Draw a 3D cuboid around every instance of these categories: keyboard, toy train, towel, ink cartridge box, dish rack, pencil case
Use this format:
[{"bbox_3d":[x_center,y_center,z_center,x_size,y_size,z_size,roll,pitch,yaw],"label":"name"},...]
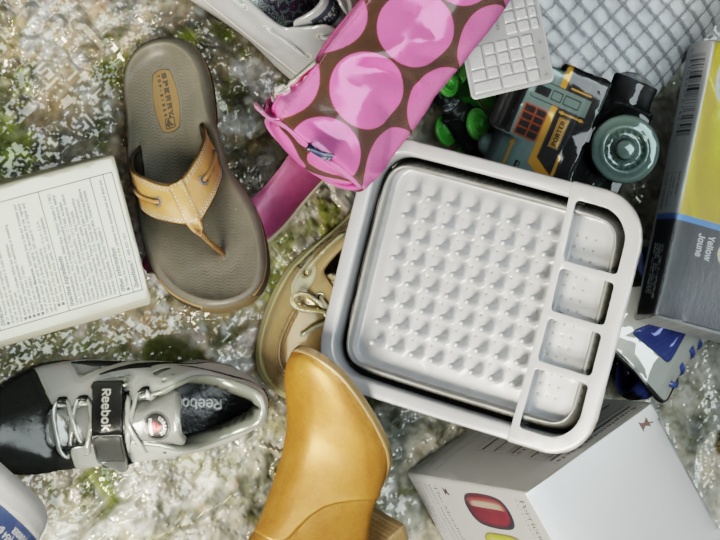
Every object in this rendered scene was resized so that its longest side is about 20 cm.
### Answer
[{"bbox_3d":[0.084,-0.210,1.691,0.056,0.011,0.201,-10,69,2],"label":"keyboard"},{"bbox_3d":[0.124,-0.050,1.706,0.113,0.085,0.201,24,97,0],"label":"toy train"},{"bbox_3d":[0.140,-0.200,1.775,0.200,0.086,0.166,46,78,-14],"label":"towel"},{"bbox_3d":[0.303,-0.039,1.772,0.199,0.047,0.199,14,83,-17],"label":"ink cartridge box"},{"bbox_3d":[0.082,0.015,1.652,0.199,0.043,0.173,16,96,22],"label":"dish rack"},{"bbox_3d":[0.022,-0.150,1.632,0.094,0.091,0.200,39,83,-17],"label":"pencil case"},{"bbox_3d":[0.082,-0.104,1.753,0.200,0.042,0.057,52,51,-30],"label":"toy train"}]

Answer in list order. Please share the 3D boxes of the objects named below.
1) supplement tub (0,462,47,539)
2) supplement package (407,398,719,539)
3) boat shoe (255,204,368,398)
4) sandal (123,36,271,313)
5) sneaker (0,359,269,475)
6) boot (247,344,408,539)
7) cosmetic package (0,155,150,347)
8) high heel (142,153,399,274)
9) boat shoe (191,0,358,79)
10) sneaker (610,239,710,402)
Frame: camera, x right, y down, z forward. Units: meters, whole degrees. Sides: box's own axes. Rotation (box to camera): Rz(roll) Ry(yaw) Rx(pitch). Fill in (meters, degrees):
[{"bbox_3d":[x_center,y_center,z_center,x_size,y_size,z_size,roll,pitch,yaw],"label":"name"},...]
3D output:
[{"bbox_3d":[-0.304,0.188,1.564,0.144,0.144,0.200,41,76,-16],"label":"supplement tub"},{"bbox_3d":[0.135,0.159,1.703,0.109,0.200,0.114,-33,100,-18],"label":"supplement package"},{"bbox_3d":[0.000,0.000,1.727,0.073,0.063,0.201,37,77,-17],"label":"boat shoe"},{"bbox_3d":[-0.115,-0.066,1.650,0.081,0.055,0.201,-15,72,9],"label":"sandal"},{"bbox_3d":[-0.154,0.092,1.655,0.199,0.088,0.075,-9,94,-19],"label":"sneaker"},{"bbox_3d":[-0.045,0.164,1.676,0.144,0.071,0.202,-39,128,-27],"label":"boot"},{"bbox_3d":[-0.246,-0.001,1.627,0.199,0.071,0.106,-15,95,-21],"label":"cosmetic package"},{"bbox_3d":[-0.065,-0.069,1.692,0.199,0.067,0.096,-23,96,-2],"label":"high heel"},{"bbox_3d":[-0.037,-0.176,1.712,0.200,0.068,0.072,38,76,-17],"label":"boat shoe"},{"bbox_3d":[0.226,0.036,1.813,0.198,0.081,0.116,1,98,-21],"label":"sneaker"}]
